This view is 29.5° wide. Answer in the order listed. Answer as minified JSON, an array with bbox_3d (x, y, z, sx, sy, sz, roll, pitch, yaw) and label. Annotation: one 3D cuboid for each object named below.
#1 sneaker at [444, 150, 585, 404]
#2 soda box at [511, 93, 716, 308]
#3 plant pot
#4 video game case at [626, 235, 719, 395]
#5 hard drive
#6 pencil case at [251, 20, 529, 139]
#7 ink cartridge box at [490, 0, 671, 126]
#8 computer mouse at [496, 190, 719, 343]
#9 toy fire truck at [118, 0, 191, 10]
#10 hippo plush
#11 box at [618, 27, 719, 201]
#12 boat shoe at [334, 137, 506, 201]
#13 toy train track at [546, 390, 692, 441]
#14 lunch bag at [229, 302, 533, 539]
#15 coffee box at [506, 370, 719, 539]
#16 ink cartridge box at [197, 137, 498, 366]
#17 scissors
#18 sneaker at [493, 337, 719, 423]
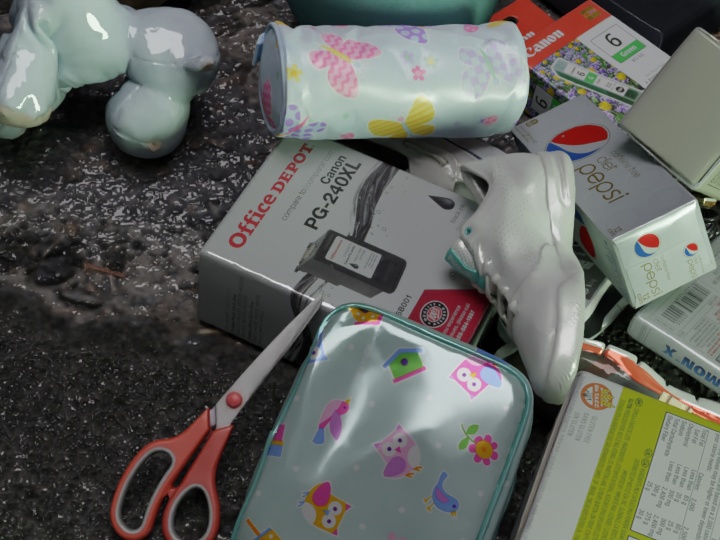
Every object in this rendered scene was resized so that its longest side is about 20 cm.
[{"bbox_3d":[0.101,0.003,0.914,0.088,0.075,0.200,2,50,-2],"label":"sneaker"},{"bbox_3d":[0.182,-0.056,1.007,0.068,0.064,0.200,-26,33,-1],"label":"soda box"},{"bbox_3d":[0.028,-0.227,1.119,0.200,0.135,0.200,-2,34,2],"label":"plant pot"},{"bbox_3d":[0.313,0.047,0.993,0.182,0.022,0.200,35,40,19],"label":"video game case"},{"bbox_3d":[0.233,-0.274,1.248,0.135,0.042,0.200,-33,63,-27],"label":"hard drive"},{"bbox_3d":[0.024,-0.143,1.006,0.200,0.083,0.091,-4,64,-16],"label":"pencil case"},{"bbox_3d":[0.181,-0.174,1.162,0.109,0.050,0.200,-35,64,-28],"label":"ink cartridge box"},{"bbox_3d":[0.179,0.004,1.023,0.200,0.044,0.110,-41,36,-24],"label":"computer mouse"},{"bbox_3d":[-0.222,-0.304,1.190,0.200,0.129,0.176,35,56,7],"label":"toy fire truck"},{"bbox_3d":[-0.194,-0.177,1.072,0.161,0.200,0.159,19,13,-18],"label":"hippo plush"},{"bbox_3d":[0.281,-0.105,1.025,0.078,0.095,0.200,45,16,26],"label":"box"},{"bbox_3d":[0.056,-0.078,1.065,0.200,0.072,0.066,36,71,14],"label":"boat shoe"},{"bbox_3d":[0.212,0.157,0.890,0.200,0.115,0.033,32,12,-1],"label":"toy train track"},{"bbox_3d":[0.018,0.134,0.855,0.160,0.077,0.200,22,83,6],"label":"lunch bag"},{"bbox_3d":[0.166,0.218,0.767,0.198,0.200,0.200,21,53,8],"label":"coffee box"},{"bbox_3d":[0.000,0.000,0.988,0.200,0.083,0.145,24,54,11],"label":"ink cartridge box"},{"bbox_3d":[-0.096,0.092,0.901,0.073,0.014,0.200,24,81,7],"label":"scissors"},{"bbox_3d":[0.177,0.110,0.932,0.200,0.077,0.082,21,60,11],"label":"sneaker"}]
